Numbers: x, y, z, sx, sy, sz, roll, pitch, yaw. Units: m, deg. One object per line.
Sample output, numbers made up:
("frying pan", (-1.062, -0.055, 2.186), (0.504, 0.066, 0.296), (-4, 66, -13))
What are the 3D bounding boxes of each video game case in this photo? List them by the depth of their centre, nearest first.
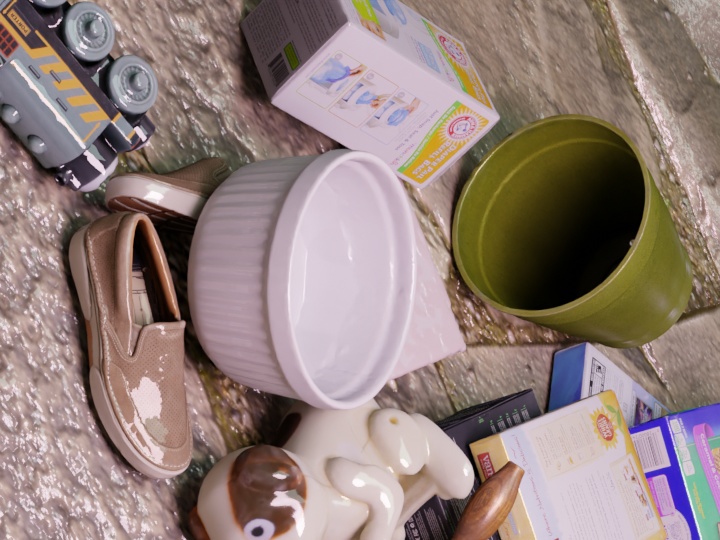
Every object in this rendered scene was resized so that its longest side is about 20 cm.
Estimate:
("video game case", (0.246, 0.200, 1.988), (0.181, 0.045, 0.200), (38, 47, -34))

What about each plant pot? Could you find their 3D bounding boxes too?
("plant pot", (0.220, -0.016, 1.960), (0.193, 0.200, 0.201), (36, 47, -50))

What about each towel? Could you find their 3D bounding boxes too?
("towel", (0.000, 0.000, 1.797), (0.191, 0.032, 0.200), (-19, 88, -51))

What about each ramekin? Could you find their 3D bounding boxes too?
("ramekin", (-0.047, 0.004, 1.598), (0.200, 0.105, 0.200), (-13, 105, -59))

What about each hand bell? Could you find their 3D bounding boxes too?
("hand bell", (0.067, 0.236, 1.633), (0.104, 0.104, 0.200), (39, 82, -33))

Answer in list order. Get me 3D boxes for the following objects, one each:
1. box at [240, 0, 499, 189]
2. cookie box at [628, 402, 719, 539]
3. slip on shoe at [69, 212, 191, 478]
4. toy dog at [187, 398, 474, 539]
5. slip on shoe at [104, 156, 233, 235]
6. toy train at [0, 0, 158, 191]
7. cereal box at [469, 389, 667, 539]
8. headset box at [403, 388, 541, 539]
("box", (0.010, -0.173, 1.803), (0.200, 0.101, 0.113), (28, 29, -40))
("cookie box", (0.338, 0.217, 1.996), (0.200, 0.075, 0.171), (-6, 78, -53))
("slip on shoe", (-0.160, 0.054, 1.544), (0.076, 0.061, 0.200), (-2, 75, -51))
("toy dog", (-0.037, 0.164, 1.595), (0.200, 0.140, 0.194), (-23, 80, -52))
("slip on shoe", (-0.126, -0.061, 1.632), (0.200, 0.076, 0.061), (14, 77, -50))
("toy train", (-0.238, -0.152, 1.547), (0.200, 0.085, 0.114), (52, 53, -23))
("cereal box", (0.180, 0.190, 1.768), (0.200, 0.040, 0.144), (-13, 83, -53))
("headset box", (0.099, 0.210, 1.769), (0.200, 0.093, 0.174), (-20, 89, -52))
